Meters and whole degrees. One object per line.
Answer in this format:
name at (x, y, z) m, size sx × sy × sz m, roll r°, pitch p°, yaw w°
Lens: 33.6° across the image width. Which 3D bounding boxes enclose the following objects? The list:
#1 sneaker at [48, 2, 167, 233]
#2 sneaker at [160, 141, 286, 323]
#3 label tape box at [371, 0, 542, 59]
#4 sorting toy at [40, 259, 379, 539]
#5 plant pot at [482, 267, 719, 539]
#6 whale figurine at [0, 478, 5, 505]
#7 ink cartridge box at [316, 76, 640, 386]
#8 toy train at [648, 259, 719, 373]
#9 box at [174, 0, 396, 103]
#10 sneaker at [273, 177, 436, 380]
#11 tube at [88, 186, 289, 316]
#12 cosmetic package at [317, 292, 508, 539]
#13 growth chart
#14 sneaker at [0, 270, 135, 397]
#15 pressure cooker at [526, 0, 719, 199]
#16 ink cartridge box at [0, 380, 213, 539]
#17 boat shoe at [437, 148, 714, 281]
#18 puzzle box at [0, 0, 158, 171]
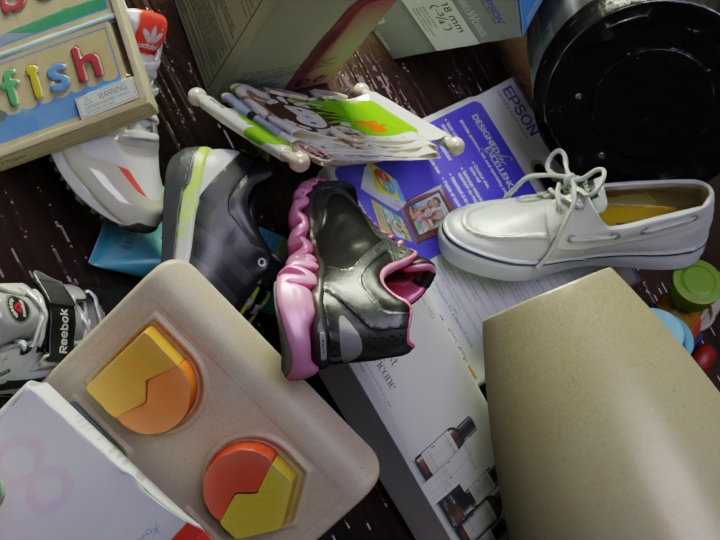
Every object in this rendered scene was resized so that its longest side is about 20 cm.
sneaker at (-0.165, -0.125, 0.793) m, size 0.070 × 0.093 × 0.200 m, roll 9°, pitch 53°, yaw -62°
sneaker at (-0.086, 0.011, 0.769) m, size 0.082 × 0.072 × 0.201 m, roll 1°, pitch 83°, yaw 0°
label tape box at (0.111, -0.243, 0.914) m, size 0.063 × 0.200 × 0.144 m, roll 50°, pitch 56°, yaw -33°
sorting toy at (-0.118, 0.123, 0.719) m, size 0.200 × 0.036 × 0.185 m, roll -44°, pitch 93°, yaw 9°
plant pot at (0.161, 0.107, 0.779) m, size 0.187 × 0.187 × 0.201 m, roll -19°, pitch 83°, yaw -28°
whale figurine at (-0.289, 0.119, 0.619) m, size 0.199 × 0.104 × 0.160 m, roll 9°, pitch 67°, yaw 20°
ink cartridge box at (0.091, -0.027, 0.919) m, size 0.200 × 0.043 × 0.199 m, roll -28°, pitch 85°, yaw -28°
toy train at (0.246, 0.030, 0.917) m, size 0.085 × 0.116 × 0.200 m, roll 35°, pitch 59°, yaw 16°
box at (-0.050, -0.221, 0.834) m, size 0.109 × 0.200 × 0.128 m, roll -15°, pitch 80°, yaw -27°
sneaker at (0.000, 0.000, 0.749) m, size 0.095 × 0.079 × 0.200 m, roll -6°, pitch 30°, yaw 5°
tube at (-0.083, -0.005, 0.836) m, size 0.199 × 0.050 × 0.078 m, roll 19°, pitch 55°, yaw -10°
cosmetic package at (0.044, 0.104, 0.815) m, size 0.083 × 0.051 × 0.200 m, roll -40°, pitch 109°, yaw -31°
growth chart at (-0.023, -0.105, 0.838) m, size 0.145 × 0.018 × 0.200 m, roll 32°, pitch 27°, yaw 33°
sneaker at (-0.205, 0.041, 0.738) m, size 0.199 × 0.088 × 0.074 m, roll -10°, pitch 75°, yaw -29°
pressure cooker at (0.216, -0.174, 0.929) m, size 0.179 × 0.176 × 0.200 m, roll 50°, pitch 23°, yaw -24°
ink cartridge box at (-0.168, 0.188, 0.681) m, size 0.200 × 0.057 × 0.163 m, roll 43°, pitch 88°, yaw 2°
boat shoe at (0.157, -0.044, 0.852) m, size 0.201 × 0.086 × 0.075 m, roll 1°, pitch 47°, yaw -3°
puzzle box at (-0.242, -0.130, 0.763) m, size 0.199 × 0.025 × 0.133 m, roll -20°, pitch 79°, yaw 1°
